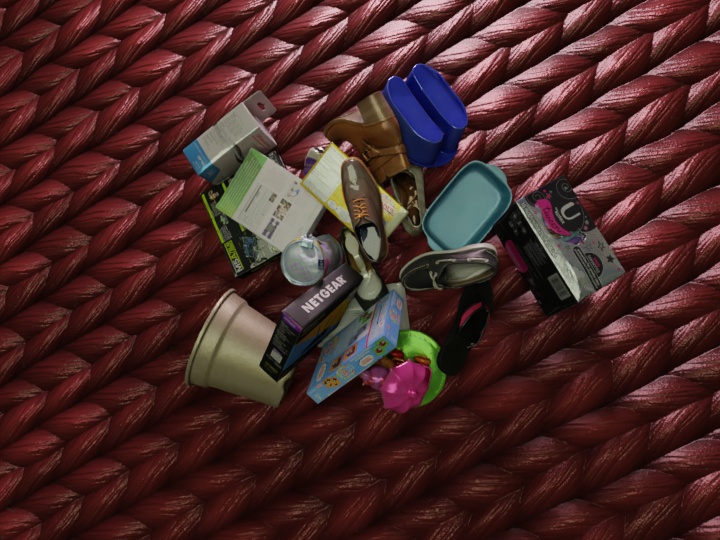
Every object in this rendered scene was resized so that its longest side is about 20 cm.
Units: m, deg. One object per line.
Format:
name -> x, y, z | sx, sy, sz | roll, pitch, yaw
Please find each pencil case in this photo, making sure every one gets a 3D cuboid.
pencil case -> -0.088, -0.023, 1.056 | 0.081, 0.200, 0.093 | 0, 93, 9

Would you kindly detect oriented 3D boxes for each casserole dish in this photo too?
casserole dish -> 0.205, -0.117, 1.082 | 0.121, 0.039, 0.201 | 40, 93, -3

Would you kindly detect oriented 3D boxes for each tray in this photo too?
tray -> -0.002, 0.090, 1.119 | 0.196, 0.022, 0.110 | -8, 84, 10

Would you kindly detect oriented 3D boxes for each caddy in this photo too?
caddy -> 0.118, -0.300, 1.094 | 0.140, 0.105, 0.202 | -31, 78, -19

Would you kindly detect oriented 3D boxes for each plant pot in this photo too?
plant pot -> -0.211, 0.166, 1.079 | 0.181, 0.200, 0.204 | 24, 89, 0

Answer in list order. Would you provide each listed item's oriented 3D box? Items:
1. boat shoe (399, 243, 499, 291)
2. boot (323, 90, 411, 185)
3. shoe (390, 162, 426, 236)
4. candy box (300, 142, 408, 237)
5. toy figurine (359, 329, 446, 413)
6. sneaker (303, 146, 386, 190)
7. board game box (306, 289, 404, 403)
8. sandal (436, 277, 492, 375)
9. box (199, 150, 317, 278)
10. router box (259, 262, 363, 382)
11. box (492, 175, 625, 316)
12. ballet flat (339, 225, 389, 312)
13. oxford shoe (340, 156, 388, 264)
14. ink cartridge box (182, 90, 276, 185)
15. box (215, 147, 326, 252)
boat shoe -> 0.166, 0.005, 1.056 | 0.196, 0.061, 0.075 | -12, 124, 17
boot -> 0.010, -0.242, 1.096 | 0.073, 0.199, 0.157 | -30, 99, -30
shoe -> 0.096, -0.172, 1.110 | 0.068, 0.053, 0.204 | -13, 82, 9
candy box -> -0.012, -0.141, 1.070 | 0.199, 0.026, 0.103 | 42, 99, -1
toy figurine -> 0.057, 0.187, 1.008 | 0.196, 0.184, 0.153 | 15, 93, 10
sneaker -> -0.030, -0.175, 1.135 | 0.198, 0.081, 0.084 | 33, 116, 11
board game box -> -0.008, 0.138, 1.020 | 0.199, 0.152, 0.037 | -39, 106, 26
sandal -> 0.207, 0.105, 1.035 | 0.075, 0.045, 0.202 | 35, 69, -20
box -> -0.215, -0.116, 1.167 | 0.191, 0.047, 0.203 | -28, 81, 9
router box -> -0.087, 0.090, 0.997 | 0.051, 0.200, 0.150 | 37, 129, 11
box -> 0.353, -0.042, 0.999 | 0.113, 0.132, 0.202 | -28, 79, -13
ballet flat -> 0.000, 0.000, 1.089 | 0.067, 0.068, 0.203 | -25, 72, 5
oxford shoe -> 0.009, -0.112, 1.020 | 0.070, 0.073, 0.204 | -18, 94, 8
ink cartridge box -> -0.253, -0.269, 1.152 | 0.199, 0.116, 0.068 | -37, 80, 6
box -> -0.176, -0.136, 1.123 | 0.198, 0.036, 0.146 | 33, 90, 9
